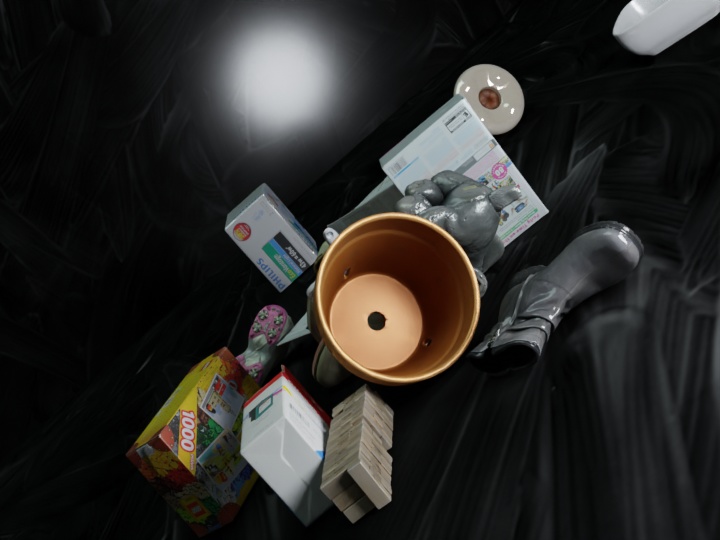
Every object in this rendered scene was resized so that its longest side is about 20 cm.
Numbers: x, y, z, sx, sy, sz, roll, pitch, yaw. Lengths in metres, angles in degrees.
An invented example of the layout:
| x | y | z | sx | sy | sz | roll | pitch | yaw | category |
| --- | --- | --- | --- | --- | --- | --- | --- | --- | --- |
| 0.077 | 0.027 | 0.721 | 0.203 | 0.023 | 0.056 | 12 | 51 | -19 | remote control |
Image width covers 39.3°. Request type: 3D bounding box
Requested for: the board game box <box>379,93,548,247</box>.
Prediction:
| x | y | z | sx | sy | sz | roll | pitch | yaw | category |
| --- | --- | --- | --- | --- | --- | --- | --- | --- | --- |
| 0.142 | -0.117 | 1.395 | 0.147 | 0.201 | 0.064 | -38 | 14 | 7 | board game box |

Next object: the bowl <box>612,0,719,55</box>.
| x | y | z | sx | sy | sz | roll | pitch | yaw | category |
| --- | --- | --- | --- | --- | --- | --- | --- | --- | --- |
| 0.521 | -0.437 | 1.666 | 0.199 | 0.075 | 0.201 | -32 | 16 | 34 | bowl |

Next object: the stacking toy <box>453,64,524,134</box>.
| x | y | z | sx | sy | sz | roll | pitch | yaw | category |
| --- | --- | --- | --- | --- | --- | --- | --- | --- | --- |
| 0.234 | -0.310 | 2.041 | 0.146 | 0.146 | 0.200 | -44 | -3 | -20 | stacking toy |

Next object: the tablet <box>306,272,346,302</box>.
| x | y | z | sx | sy | sz | roll | pitch | yaw | category |
| --- | --- | --- | --- | --- | --- | --- | --- | --- | --- |
| 0.010 | 0.033 | 1.388 | 0.130 | 0.200 | 0.014 | -41 | 55 | -4 | tablet |

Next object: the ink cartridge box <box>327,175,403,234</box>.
| x | y | z | sx | sy | sz | roll | pitch | yaw | category |
| --- | --- | --- | --- | --- | --- | --- | --- | --- | --- |
| 0.071 | -0.062 | 1.515 | 0.199 | 0.162 | 0.050 | -28 | 22 | 42 | ink cartridge box |

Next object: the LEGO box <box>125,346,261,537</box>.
| x | y | z | sx | sy | sz | roll | pitch | yaw | category |
| --- | --- | --- | --- | --- | --- | --- | --- | --- | --- |
| -0.200 | 0.227 | 1.358 | 0.077 | 0.149 | 0.201 | -31 | 16 | 33 | LEGO box |

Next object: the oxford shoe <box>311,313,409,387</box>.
| x | y | z | sx | sy | sz | roll | pitch | yaw | category |
| --- | --- | --- | --- | --- | --- | --- | --- | --- | --- |
| -0.001 | 0.106 | 1.369 | 0.201 | 0.070 | 0.075 | -51 | 42 | 35 | oxford shoe |

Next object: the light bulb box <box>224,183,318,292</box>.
| x | y | z | sx | sy | sz | roll | pitch | yaw | category |
| --- | --- | --- | --- | --- | --- | --- | --- | --- | --- |
| -0.204 | -0.079 | 2.332 | 0.124 | 0.199 | 0.200 | -41 | 13 | 4 | light bulb box |

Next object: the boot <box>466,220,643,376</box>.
| x | y | z | sx | sy | sz | roll | pitch | yaw | category |
| --- | --- | --- | --- | --- | --- | --- | --- | --- | --- |
| 0.198 | 0.039 | 1.028 | 0.132 | 0.070 | 0.200 | -54 | 7 | -38 | boot |

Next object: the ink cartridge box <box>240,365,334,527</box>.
| x | y | z | sx | sy | sz | roll | pitch | yaw | category |
| --- | --- | --- | --- | --- | --- | --- | --- | --- | --- |
| -0.077 | 0.195 | 1.171 | 0.067 | 0.117 | 0.200 | -39 | 11 | 3 | ink cartridge box |

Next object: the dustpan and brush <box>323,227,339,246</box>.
| x | y | z | sx | sy | sz | roll | pitch | yaw | category |
| --- | --- | --- | --- | --- | --- | --- | --- | --- | --- |
| 0.000 | 0.000 | 1.462 | 0.139 | 0.057 | 0.200 | -42 | -33 | 0 | dustpan and brush |

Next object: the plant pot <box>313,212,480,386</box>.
| x | y | z | sx | sy | sz | roll | pitch | yaw | category |
| --- | --- | --- | --- | --- | --- | --- | --- | --- | --- |
| 0.033 | 0.047 | 1.229 | 0.200 | 0.200 | 0.140 | -44 | -3 | -18 | plant pot |

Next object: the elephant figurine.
| x | y | z | sx | sy | sz | roll | pitch | yaw | category |
| --- | --- | --- | --- | --- | --- | --- | --- | --- | --- |
| 0.126 | -0.020 | 1.334 | 0.140 | 0.202 | 0.155 | -27 | 34 | -19 | elephant figurine |

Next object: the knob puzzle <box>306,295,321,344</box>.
| x | y | z | sx | sy | sz | roll | pitch | yaw | category |
| --- | --- | --- | --- | --- | --- | --- | --- | --- | --- |
| 0.005 | 0.044 | 1.432 | 0.219 | 0.220 | 0.030 | -41 | 55 | -3 | knob puzzle |

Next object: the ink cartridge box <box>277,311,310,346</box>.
| x | y | z | sx | sy | sz | roll | pitch | yaw | category |
| --- | --- | --- | --- | --- | --- | --- | --- | --- | --- |
| -0.029 | 0.063 | 1.664 | 0.199 | 0.044 | 0.174 | -25 | 21 | 52 | ink cartridge box |

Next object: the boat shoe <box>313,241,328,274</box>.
| x | y | z | sx | sy | sz | roll | pitch | yaw | category |
| --- | --- | --- | --- | --- | --- | --- | --- | --- | --- |
| -0.027 | -0.026 | 1.931 | 0.067 | 0.074 | 0.199 | -60 | 17 | -24 | boat shoe |

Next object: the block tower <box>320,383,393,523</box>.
| x | y | z | sx | sy | sz | roll | pitch | yaw | category |
| --- | --- | --- | --- | --- | --- | --- | --- | --- | --- |
| -0.001 | 0.194 | 1.094 | 0.058 | 0.054 | 0.200 | -38 | 12 | 12 | block tower |

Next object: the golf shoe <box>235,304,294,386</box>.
| x | y | z | sx | sy | sz | roll | pitch | yaw | category |
| --- | --- | --- | --- | --- | --- | --- | --- | --- | --- |
| -0.171 | 0.161 | 1.726 | 0.202 | 0.075 | 0.092 | -58 | -29 | -8 | golf shoe |
